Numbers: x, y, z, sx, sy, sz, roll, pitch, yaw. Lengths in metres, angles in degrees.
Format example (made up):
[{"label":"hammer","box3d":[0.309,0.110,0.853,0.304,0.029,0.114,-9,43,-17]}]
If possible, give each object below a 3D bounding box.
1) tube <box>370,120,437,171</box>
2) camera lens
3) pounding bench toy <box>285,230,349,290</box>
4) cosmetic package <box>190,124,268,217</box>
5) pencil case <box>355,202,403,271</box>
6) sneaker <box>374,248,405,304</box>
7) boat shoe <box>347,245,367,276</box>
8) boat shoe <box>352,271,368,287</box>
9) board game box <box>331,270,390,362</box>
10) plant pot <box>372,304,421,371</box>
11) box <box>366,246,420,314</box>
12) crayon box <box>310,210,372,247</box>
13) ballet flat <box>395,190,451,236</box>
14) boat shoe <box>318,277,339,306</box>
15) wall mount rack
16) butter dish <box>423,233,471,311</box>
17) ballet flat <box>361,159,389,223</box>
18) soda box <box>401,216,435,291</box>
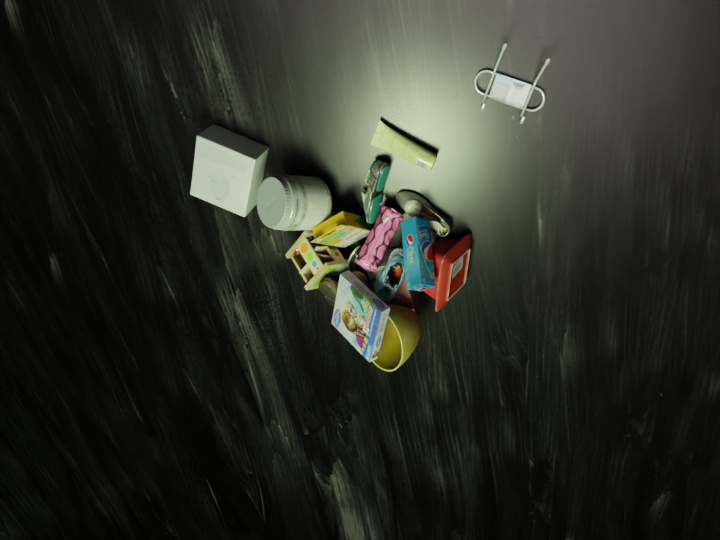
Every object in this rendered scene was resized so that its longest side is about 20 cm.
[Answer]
[{"label":"tube","box3d":[0.128,-0.356,1.597,0.196,0.052,0.059,27,83,3]},{"label":"camera lens","box3d":[-0.194,-0.204,1.668,0.157,0.197,0.166,4,97,42]},{"label":"pounding bench toy","box3d":[-0.122,-0.048,1.813,0.124,0.198,0.158,-44,71,30]},{"label":"cosmetic package","box3d":[-0.411,-0.314,1.727,0.194,0.124,0.204,22,125,2]},{"label":"pencil case","box3d":[0.056,-0.097,1.689,0.089,0.094,0.205,25,90,-9]},{"label":"sneaker","box3d":[0.086,0.031,1.679,0.076,0.091,0.204,21,125,1]},{"label":"boat shoe","box3d":[-0.002,0.002,1.795,0.066,0.074,0.202,38,145,21]},{"label":"boat shoe","box3d":[-0.020,0.098,1.786,0.071,0.063,0.205,13,122,8]},{"label":"board game box","box3d":[-0.005,0.140,1.691,0.199,0.040,0.204,40,134,35]},{"label":"plant pot","box3d":[0.110,0.191,1.718,0.198,0.139,0.206,26,125,44]},{"label":"box","box3d":[0.110,0.043,1.800,0.124,0.110,0.205,-9,118,21]},{"label":"crayon box","box3d":[-0.060,-0.126,1.701,0.124,0.198,0.053,-26,76,26]},{"label":"ballet flat","box3d":[0.192,-0.172,1.674,0.197,0.064,0.068,33,118,-5]},{"label":"boat shoe","box3d":[-0.086,0.056,1.790,0.071,0.069,0.201,29,164,13]},{"label":"wall mount rack","box3d":[0.396,-0.484,1.423,0.194,0.075,0.177,19,123,3]},{"label":"butter dish","box3d":[0.242,-0.013,1.707,0.145,0.199,0.205,23,128,29]},{"label":"ballet flat","box3d":[0.039,-0.245,1.684,0.070,0.073,0.205,17,123,4]},{"label":"soda box","box3d":[0.169,-0.048,1.615,0.063,0.207,0.067,7,162,-37]}]
